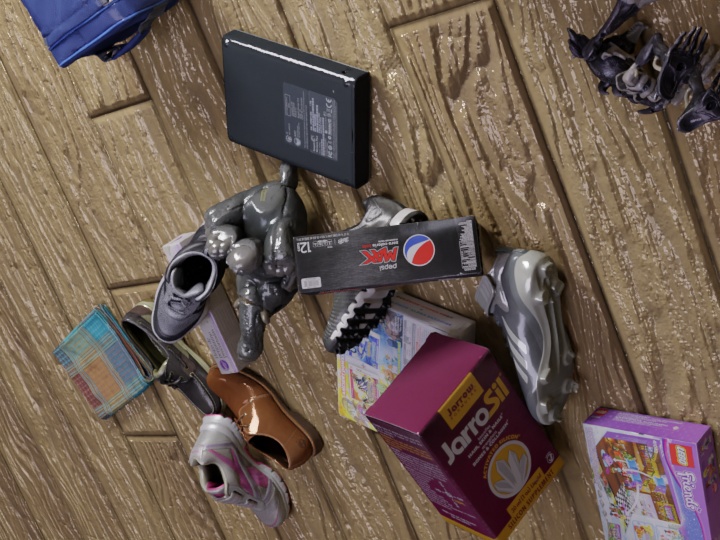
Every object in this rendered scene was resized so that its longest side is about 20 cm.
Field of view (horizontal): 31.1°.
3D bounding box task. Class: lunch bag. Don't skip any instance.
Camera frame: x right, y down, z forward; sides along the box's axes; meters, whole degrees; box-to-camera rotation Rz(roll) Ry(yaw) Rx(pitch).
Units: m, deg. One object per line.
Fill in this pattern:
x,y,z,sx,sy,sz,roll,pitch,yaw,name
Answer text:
-0.308,-0.324,1.540,0.200,0.136,0.133,-22,100,48,lunch bag

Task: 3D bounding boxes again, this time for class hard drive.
-0.077,-0.188,1.496,0.200,0.033,0.140,23,130,30,hard drive

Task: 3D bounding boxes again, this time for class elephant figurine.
-0.113,-0.007,1.589,0.200,0.155,0.142,71,179,-55,elephant figurine

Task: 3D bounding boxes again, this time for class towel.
-0.406,0.149,2.029,0.147,0.022,0.200,54,139,1,towel

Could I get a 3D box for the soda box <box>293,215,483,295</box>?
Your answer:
0.031,-0.015,1.400,0.199,0.071,0.064,-6,86,7,soda box

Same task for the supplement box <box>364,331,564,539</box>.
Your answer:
0.119,0.188,1.442,0.103,0.131,0.200,14,146,53,supplement box

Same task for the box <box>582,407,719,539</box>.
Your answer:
0.327,0.253,1.414,0.137,0.039,0.201,6,120,40,box

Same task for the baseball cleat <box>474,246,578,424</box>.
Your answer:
0.181,0.068,1.416,0.106,0.070,0.201,14,116,44,baseball cleat

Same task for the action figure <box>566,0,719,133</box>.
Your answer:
0.260,-0.189,1.139,0.119,0.102,0.200,39,-174,-24,action figure

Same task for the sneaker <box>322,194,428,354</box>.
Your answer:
0.000,0.000,1.498,0.090,0.066,0.200,38,109,32,sneaker

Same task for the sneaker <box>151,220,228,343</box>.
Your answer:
-0.228,0.024,1.671,0.075,0.114,0.200,33,113,-1,sneaker

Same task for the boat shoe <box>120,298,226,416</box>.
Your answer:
-0.274,0.136,1.865,0.201,0.066,0.072,54,136,-1,boat shoe

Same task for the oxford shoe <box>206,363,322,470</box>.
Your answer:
-0.148,0.201,1.792,0.200,0.071,0.071,36,137,21,oxford shoe

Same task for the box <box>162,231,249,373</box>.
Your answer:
-0.207,0.045,1.763,0.039,0.041,0.201,-9,111,44,box

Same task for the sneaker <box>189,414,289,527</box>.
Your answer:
-0.183,0.306,1.867,0.081,0.088,0.200,-16,118,47,sneaker

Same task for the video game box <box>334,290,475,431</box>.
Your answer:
0.053,0.122,1.574,0.182,0.047,0.201,20,128,29,video game box
